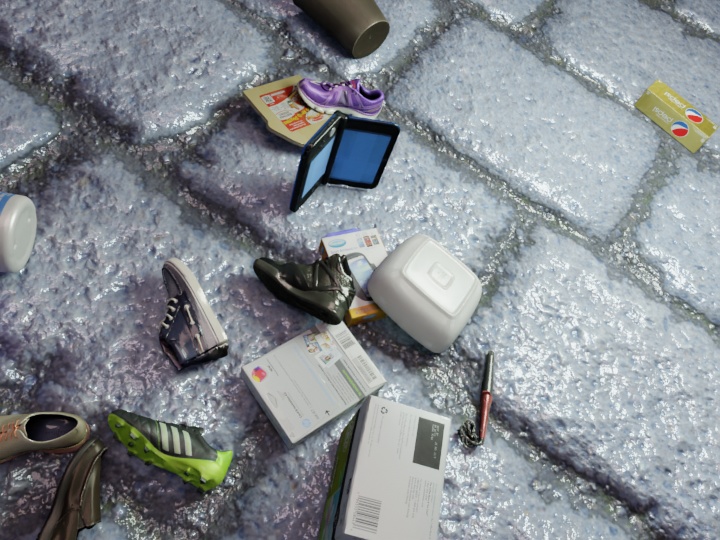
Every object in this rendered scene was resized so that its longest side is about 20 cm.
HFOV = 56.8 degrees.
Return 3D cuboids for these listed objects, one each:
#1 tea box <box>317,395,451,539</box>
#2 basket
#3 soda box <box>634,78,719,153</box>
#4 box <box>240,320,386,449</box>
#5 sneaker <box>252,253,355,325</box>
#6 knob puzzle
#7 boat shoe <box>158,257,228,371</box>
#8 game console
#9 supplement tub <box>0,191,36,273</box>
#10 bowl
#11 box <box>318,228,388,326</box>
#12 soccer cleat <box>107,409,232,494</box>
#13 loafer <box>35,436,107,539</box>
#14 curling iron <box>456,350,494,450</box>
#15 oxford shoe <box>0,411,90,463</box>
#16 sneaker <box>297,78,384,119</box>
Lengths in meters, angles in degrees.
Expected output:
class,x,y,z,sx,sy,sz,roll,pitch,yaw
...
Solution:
class,x,y,z,sx,sy,sz,roll,pitch,yaw
tea box,0.031,0.324,0.992,0.133,0.197,0.201,17,56,-5
basket,-0.032,-0.617,1.584,0.180,0.136,0.200,-32,76,-25
soda box,0.816,-0.400,1.724,0.200,0.064,0.068,44,59,13
box,-0.079,0.185,1.139,0.199,0.041,0.156,-28,70,-29
sneaker,-0.093,0.010,1.201,0.199,0.076,0.114,23,59,22
knob puzzle,-0.131,-0.324,1.430,0.218,0.030,0.221,17,49,-20
boat shoe,-0.307,0.073,1.121,0.092,0.075,0.200,-23,69,-34
game console,-0.034,-0.194,1.274,0.118,0.200,0.171,32,57,6
supplement tub,-0.649,-0.074,1.083,0.199,0.132,0.133,10,57,-10
bowl,0.132,0.029,1.241,0.200,0.075,0.200,41,48,2
box,0.000,0.000,1.273,0.118,0.042,0.201,-12,66,-22
soccer cleat,-0.292,0.264,1.026,0.199,0.068,0.081,30,39,2
loafer,-0.400,0.339,0.946,0.071,0.073,0.201,20,65,-10
curling iron,0.218,0.228,1.203,0.049,0.026,0.201,26,56,-3
oxford shoe,-0.504,0.234,0.971,0.199,0.074,0.071,-6,61,-19
sneaker,-0.041,-0.392,1.457,0.199,0.084,0.081,6,54,-23
